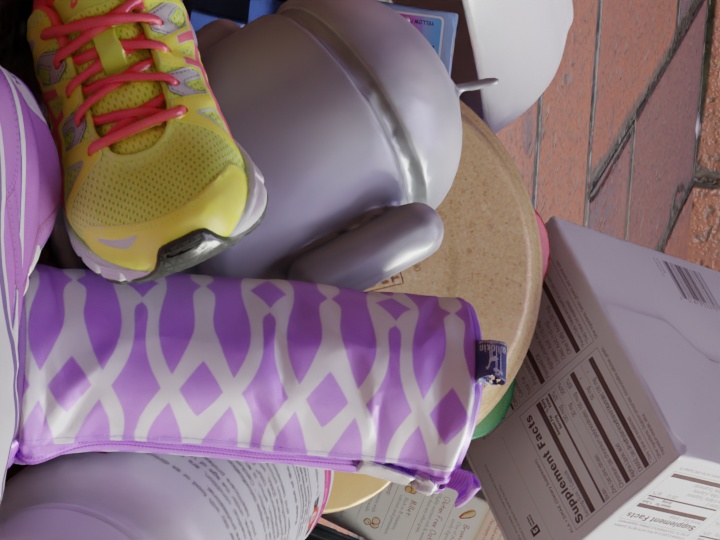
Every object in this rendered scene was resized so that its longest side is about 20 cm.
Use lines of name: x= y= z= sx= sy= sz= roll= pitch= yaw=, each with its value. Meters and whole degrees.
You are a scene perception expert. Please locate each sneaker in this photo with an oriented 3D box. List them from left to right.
sneaker: x=-0.143 y=0.021 z=0.918 sx=0.114 sy=0.072 sz=0.201 roll=-2 pitch=99 yaw=-79
sneaker: x=-0.095 y=-0.073 z=0.976 sx=0.200 sy=0.078 sz=0.090 roll=-116 pitch=-175 yaw=-49

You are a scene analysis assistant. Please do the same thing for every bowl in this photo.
bowl: x=0.049 y=-0.194 z=1.332 sx=0.200 sy=0.075 sz=0.200 roll=74 pitch=-9 yaw=-52

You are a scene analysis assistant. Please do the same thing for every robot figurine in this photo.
robot figurine: x=-0.038 y=-0.046 z=1.089 sx=0.200 sy=0.170 sz=0.113 roll=-34 pitch=147 yaw=-18

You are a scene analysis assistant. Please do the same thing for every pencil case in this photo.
pencil case: x=-0.048 y=0.046 z=1.000 sx=0.084 sy=0.200 sz=0.086 roll=118 pitch=-24 yaw=-69

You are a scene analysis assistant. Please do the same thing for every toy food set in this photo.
toy food set: x=0.000 y=0.000 z=1.191 sx=0.200 sy=0.198 sz=0.049 roll=63 pitch=-22 yaw=-7

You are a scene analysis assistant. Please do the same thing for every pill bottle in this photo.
pill bottle: x=-0.093 y=0.113 z=1.065 sx=0.200 sy=0.113 sz=0.114 roll=-49 pitch=144 yaw=-63

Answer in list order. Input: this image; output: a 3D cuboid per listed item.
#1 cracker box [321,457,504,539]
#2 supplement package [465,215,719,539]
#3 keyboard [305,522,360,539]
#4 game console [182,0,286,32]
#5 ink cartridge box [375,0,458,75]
cracker box: x=0.035 y=0.099 z=1.373 sx=0.134 sy=0.200 sz=0.058 roll=-51 pitch=163 yaw=-63
supplement package: x=0.154 y=0.082 z=1.309 sx=0.200 sy=0.111 sz=0.156 roll=17 pitch=38 yaw=-45
keyboard: x=-0.056 y=0.150 z=1.297 sx=0.200 sy=0.104 sz=0.040 roll=35 pitch=26 yaw=-60
game console: x=-0.067 y=-0.078 z=1.236 sx=0.177 sy=0.031 sz=0.200 roll=-3 pitch=100 yaw=-76
ink cartridge box: x=-0.001 y=-0.026 z=1.300 sx=0.136 sy=0.076 sz=0.200 roll=110 pitch=-11 yaw=-81
